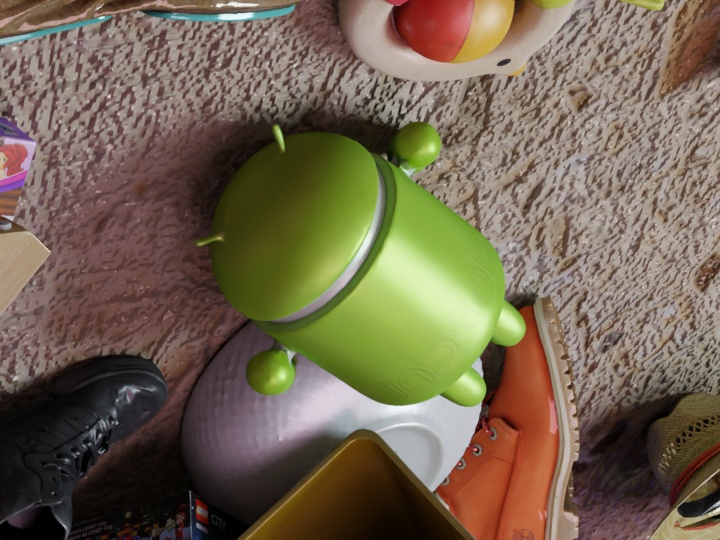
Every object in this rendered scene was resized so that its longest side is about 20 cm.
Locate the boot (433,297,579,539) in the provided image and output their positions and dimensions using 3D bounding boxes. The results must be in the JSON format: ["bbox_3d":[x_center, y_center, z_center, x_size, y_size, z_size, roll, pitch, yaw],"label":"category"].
[{"bbox_3d":[0.090,0.111,1.525,0.107,0.075,0.200,1,115,1],"label":"boot"}]

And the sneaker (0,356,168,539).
[{"bbox_3d":[-0.182,0.120,1.310,0.200,0.104,0.060,-18,138,-27],"label":"sneaker"}]

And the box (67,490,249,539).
[{"bbox_3d":[-0.109,0.204,1.463,0.136,0.038,0.200,-18,147,24],"label":"box"}]

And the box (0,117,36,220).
[{"bbox_3d":[-0.269,-0.019,1.140,0.200,0.039,0.137,6,109,-40],"label":"box"}]

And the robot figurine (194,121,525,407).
[{"bbox_3d":[0.000,0.000,1.301,0.200,0.116,0.176,35,88,-35],"label":"robot figurine"}]

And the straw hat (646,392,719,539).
[{"bbox_3d":[0.247,0.134,1.654,0.201,0.085,0.201,-28,153,-16],"label":"straw hat"}]

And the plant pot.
[{"bbox_3d":[0.014,0.252,1.387,0.200,0.200,0.176,-42,152,-4],"label":"plant pot"}]

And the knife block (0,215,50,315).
[{"bbox_3d":[-0.251,0.065,1.113,0.200,0.064,0.176,-10,111,-34],"label":"knife block"}]

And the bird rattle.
[{"bbox_3d":[0.053,-0.150,1.225,0.200,0.113,0.163,-8,150,-26],"label":"bird rattle"}]

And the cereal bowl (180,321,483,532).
[{"bbox_3d":[-0.006,0.102,1.442,0.200,0.083,0.200,-20,140,-18],"label":"cereal bowl"}]

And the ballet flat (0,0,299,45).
[{"bbox_3d":[-0.116,-0.154,1.133,0.200,0.068,0.072,-8,115,-24],"label":"ballet flat"}]
